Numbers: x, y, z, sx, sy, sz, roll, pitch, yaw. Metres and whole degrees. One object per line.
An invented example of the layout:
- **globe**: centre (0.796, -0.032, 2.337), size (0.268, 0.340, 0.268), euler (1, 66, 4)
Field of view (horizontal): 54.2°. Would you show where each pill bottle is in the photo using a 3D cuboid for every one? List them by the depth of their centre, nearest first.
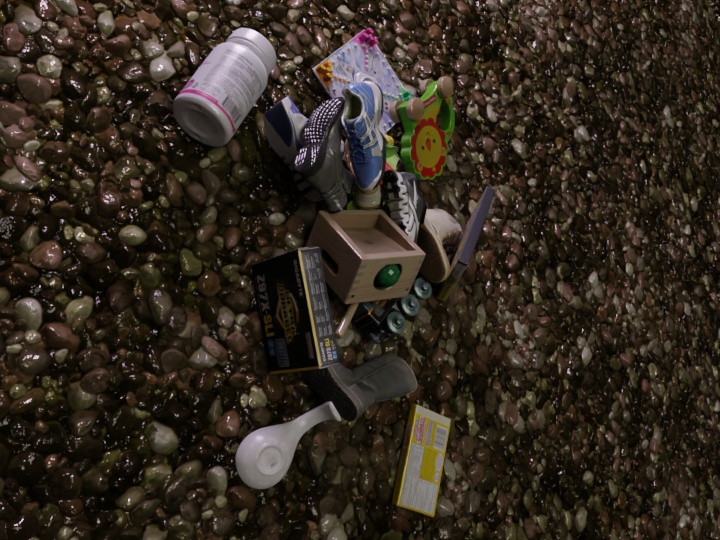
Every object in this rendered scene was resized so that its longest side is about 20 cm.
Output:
- **pill bottle**: centre (-0.234, -0.327, 1.242), size (0.113, 0.113, 0.201), euler (41, 58, -24)

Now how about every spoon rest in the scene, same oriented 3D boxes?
- **spoon rest**: centre (-0.129, 0.300, 1.231), size (0.199, 0.061, 0.100), euler (-31, 99, -25)

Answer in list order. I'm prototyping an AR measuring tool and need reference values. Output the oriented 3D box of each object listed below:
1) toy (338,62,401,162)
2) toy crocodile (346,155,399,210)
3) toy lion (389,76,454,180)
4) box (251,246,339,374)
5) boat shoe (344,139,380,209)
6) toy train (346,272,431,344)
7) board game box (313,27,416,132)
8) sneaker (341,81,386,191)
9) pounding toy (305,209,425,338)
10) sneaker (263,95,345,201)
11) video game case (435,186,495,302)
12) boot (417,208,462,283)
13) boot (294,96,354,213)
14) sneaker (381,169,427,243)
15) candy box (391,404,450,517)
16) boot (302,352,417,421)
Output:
- **toy**: centre (0.007, -0.301, 1.388), size (0.201, 0.047, 0.115), euler (58, 8, 22)
- **toy crocodile**: centre (0.027, -0.179, 1.448), size (0.068, 0.062, 0.200), euler (48, 55, -20)
- **toy lion**: centre (0.150, -0.306, 1.561), size (0.200, 0.068, 0.193), euler (-43, 123, -37)
- **box**: centre (-0.116, 0.072, 1.216), size (0.049, 0.159, 0.201), euler (-7, 85, -38)
- **boat shoe**: centre (0.009, -0.215, 1.398), size (0.074, 0.067, 0.201), euler (-6, 55, -9)
- **toy train**: centre (0.060, 0.054, 1.414), size (0.114, 0.085, 0.200), euler (47, 55, -9)
- **board game box**: centre (0.018, -0.395, 1.513), size (0.200, 0.026, 0.200), euler (53, 54, -16)
- **sneaker**: centre (-0.002, -0.245, 1.289), size (0.077, 0.075, 0.201), euler (-9, 95, -50)
- **pounding toy**: centre (0.000, 0.000, 1.312), size (0.183, 0.143, 0.200), euler (-5, 40, -39)
- **sneaker**: centre (-0.098, -0.243, 1.362), size (0.115, 0.080, 0.200), euler (-41, 109, -43)
- **video game case**: centre (0.225, -0.053, 1.509), size (0.025, 0.181, 0.201), euler (24, 62, 3)
- **boot**: centre (0.164, -0.059, 1.486), size (0.154, 0.072, 0.201), euler (6, 49, -47)
- **boot**: centre (-0.052, -0.214, 1.314), size (0.131, 0.067, 0.201), euler (50, 48, -43)
- **sneaker**: centre (0.098, -0.103, 1.400), size (0.090, 0.066, 0.201), euler (-11, 97, -35)
- **candy box**: centre (0.124, 0.383, 1.421), size (0.102, 0.026, 0.201), euler (27, 64, -28)
- **boot**: centre (-0.001, 0.188, 1.334), size (0.200, 0.073, 0.182), euler (-23, 69, -48)
